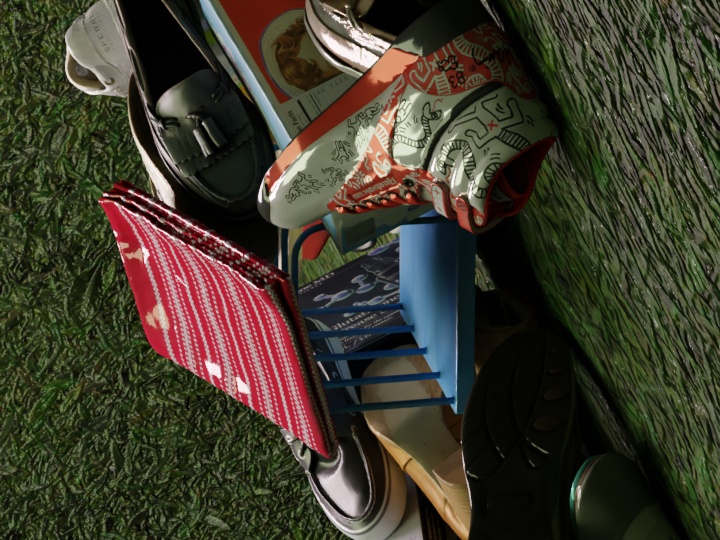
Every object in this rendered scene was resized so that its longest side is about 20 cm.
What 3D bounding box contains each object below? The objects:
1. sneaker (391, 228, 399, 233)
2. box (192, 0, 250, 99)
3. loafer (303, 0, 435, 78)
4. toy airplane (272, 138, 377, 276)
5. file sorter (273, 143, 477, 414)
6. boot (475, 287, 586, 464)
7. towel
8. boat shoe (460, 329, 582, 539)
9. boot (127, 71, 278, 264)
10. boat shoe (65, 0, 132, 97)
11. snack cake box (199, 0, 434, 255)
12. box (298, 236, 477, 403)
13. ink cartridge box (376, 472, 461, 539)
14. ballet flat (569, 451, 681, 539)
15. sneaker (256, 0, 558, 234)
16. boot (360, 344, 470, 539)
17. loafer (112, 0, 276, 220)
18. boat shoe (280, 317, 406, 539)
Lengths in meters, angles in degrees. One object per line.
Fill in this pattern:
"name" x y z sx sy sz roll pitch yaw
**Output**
"sneaker" -0.010 -0.103 1.792 0.075 0.076 0.201 52 168 51
"box" -0.102 -0.198 1.779 0.200 0.112 0.102 82 163 -74
"loafer" 0.029 -0.140 1.460 0.200 0.071 0.063 47 146 45
"toy airplane" -0.065 -0.092 1.960 0.200 0.140 0.201 -76 -20 -79
"file sorter" 0.000 0.000 1.661 0.200 0.122 0.140 -119 27 -69
"boot" 0.114 0.102 1.720 0.175 0.066 0.201 24 140 65
"towel" -0.093 0.031 1.593 0.200 0.022 0.145 28 143 46
"boat shoe" 0.106 0.139 1.563 0.074 0.075 0.201 51 -138 -53
"boot" -0.111 -0.033 1.691 0.155 0.072 0.201 95 154 -52
"boat shoe" -0.189 -0.163 1.830 0.071 0.069 0.200 63 177 7
"snack cake box" -0.011 -0.123 1.561 0.201 0.114 0.067 60 172 29
"box" 0.019 0.068 1.918 0.108 0.148 0.200 65 172 -18
"ink cartridge box" 0.056 0.204 1.705 0.094 0.044 0.200 43 -162 -22
"ballet flat" 0.183 0.186 1.565 0.063 0.067 0.201 25 152 31
"sneaker" 0.026 -0.053 1.376 0.201 0.067 0.108 -44 75 36
"boot" 0.072 0.149 1.697 0.144 0.071 0.201 60 177 -33
"loafer" -0.119 -0.121 1.605 0.201 0.072 0.063 61 -174 27
"boat shoe" -0.029 0.104 1.730 0.066 0.070 0.201 27 -148 -43
